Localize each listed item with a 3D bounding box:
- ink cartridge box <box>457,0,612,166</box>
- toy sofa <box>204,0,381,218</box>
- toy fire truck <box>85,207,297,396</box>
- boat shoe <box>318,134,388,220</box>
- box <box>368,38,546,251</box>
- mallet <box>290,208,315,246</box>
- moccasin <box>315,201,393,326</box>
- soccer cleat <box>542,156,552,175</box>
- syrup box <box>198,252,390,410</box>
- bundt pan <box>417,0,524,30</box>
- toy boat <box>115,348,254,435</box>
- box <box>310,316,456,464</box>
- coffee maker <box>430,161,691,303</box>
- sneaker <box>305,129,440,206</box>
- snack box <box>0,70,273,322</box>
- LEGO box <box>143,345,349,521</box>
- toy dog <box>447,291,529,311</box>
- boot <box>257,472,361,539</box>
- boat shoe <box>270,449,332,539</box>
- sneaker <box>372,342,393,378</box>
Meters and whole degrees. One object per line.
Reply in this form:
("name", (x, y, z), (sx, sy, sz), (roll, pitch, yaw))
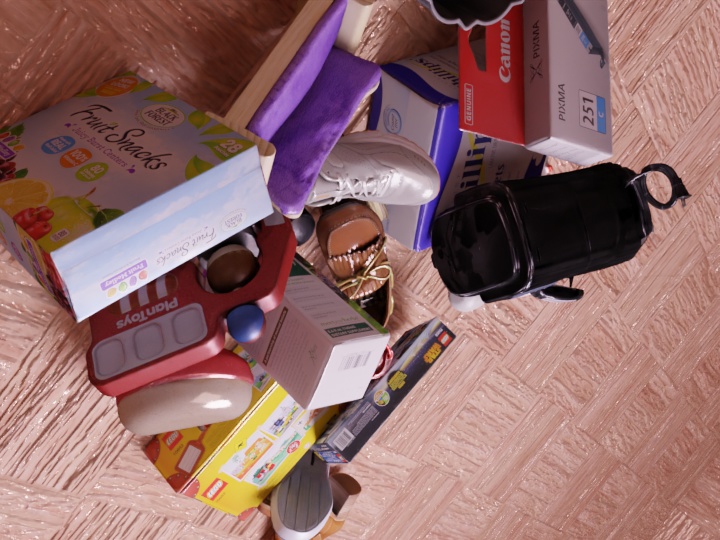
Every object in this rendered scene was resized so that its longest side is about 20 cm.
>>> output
("ink cartridge box", (0.180, -0.222, 1.052), (0.176, 0.045, 0.201), (9, 74, -33))
("toy sofa", (-0.050, -0.149, 0.875), (0.200, 0.097, 0.083), (-61, 178, -31))
("toy fire truck", (-0.148, 0.011, 0.905), (0.199, 0.168, 0.112), (-20, 142, 1))
("boat shoe", (-0.035, -0.098, 1.040), (0.067, 0.072, 0.200), (-38, 140, -4))
("box", (0.110, -0.142, 1.135), (0.199, 0.105, 0.185), (-22, 136, -34))
("mallet", (-0.129, -0.082, 0.990), (0.200, 0.066, 0.041), (29, 99, -40))
("moccasin", (-0.002, 0.001, 1.074), (0.073, 0.078, 0.202), (-18, 148, -8))
("soccer cleat", (0.173, -0.099, 1.287), (0.200, 0.077, 0.069), (-54, 136, -31))
("syrup box", (-0.073, 0.042, 1.014), (0.079, 0.200, 0.082), (-5, 127, -46))
("bundt pan", (0.097, -0.332, 0.958), (0.201, 0.076, 0.203), (-23, 130, -32))
("toy boat", (-0.174, 0.084, 1.005), (0.130, 0.131, 0.200), (-10, 179, -8))
("box", (0.023, 0.149, 1.257), (0.200, 0.040, 0.137), (-47, -177, -16))
("coffee maker", (0.199, -0.053, 1.082), (0.199, 0.135, 0.192), (-14, 153, -40))
("sneaker", (-0.020, -0.085, 0.946), (0.199, 0.092, 0.076), (13, 128, -14))
("snack box", (-0.191, -0.066, 0.778), (0.168, 0.200, 0.068), (-31, 132, -24))
("LEGO box", (-0.124, 0.176, 1.187), (0.200, 0.077, 0.149), (-48, 145, -3))
("toy dog", (0.173, -0.021, 1.320), (0.131, 0.097, 0.200), (-18, -175, 18))
("boot", (-0.094, 0.350, 1.390), (0.200, 0.074, 0.155), (13, 116, -50))
("boat shoe", (-0.073, 0.281, 1.271), (0.200, 0.073, 0.067), (-68, -177, -67))
("sneaker", (-0.001, 0.098, 1.227), (0.067, 0.108, 0.201), (-48, 146, -3))
